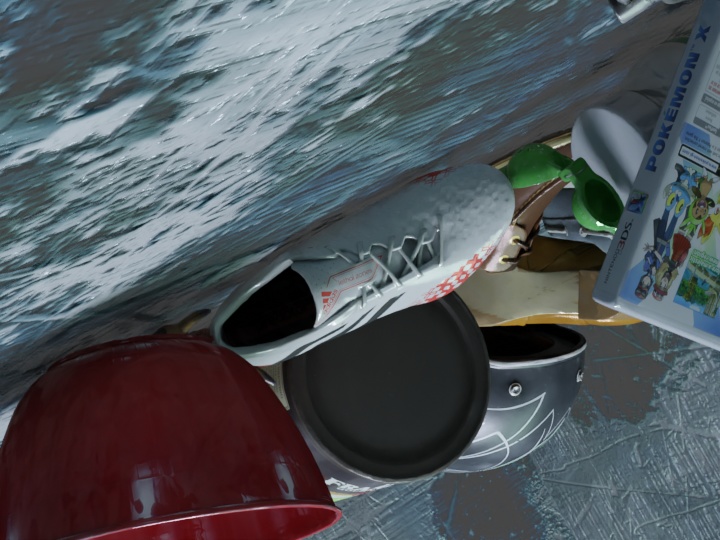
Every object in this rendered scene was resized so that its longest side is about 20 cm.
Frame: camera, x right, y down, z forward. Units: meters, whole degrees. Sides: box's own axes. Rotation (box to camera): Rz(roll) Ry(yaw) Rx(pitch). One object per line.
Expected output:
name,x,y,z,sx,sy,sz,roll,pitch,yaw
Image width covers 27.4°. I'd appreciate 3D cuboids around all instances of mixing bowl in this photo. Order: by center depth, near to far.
mixing bowl,-0.115,0.101,0.801,0.198,0.110,0.200,-10,163,-3

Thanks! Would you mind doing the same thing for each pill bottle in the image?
pill bottle,0.230,-0.099,0.902,0.199,0.114,0.113,-27,174,-23

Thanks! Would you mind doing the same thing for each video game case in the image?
video game case,0.227,-0.043,0.827,0.199,0.184,0.022,19,-178,-41

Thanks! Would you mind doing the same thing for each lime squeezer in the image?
lime squeezer,0.119,-0.032,0.867,0.038,0.199,0.071,-15,126,-61

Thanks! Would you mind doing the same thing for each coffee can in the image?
coffee can,-0.017,0.087,1.038,0.145,0.147,0.200,-26,177,-27

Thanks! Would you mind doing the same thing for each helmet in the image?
helmet,0.080,0.072,1.212,0.199,0.192,0.200,-29,175,-3

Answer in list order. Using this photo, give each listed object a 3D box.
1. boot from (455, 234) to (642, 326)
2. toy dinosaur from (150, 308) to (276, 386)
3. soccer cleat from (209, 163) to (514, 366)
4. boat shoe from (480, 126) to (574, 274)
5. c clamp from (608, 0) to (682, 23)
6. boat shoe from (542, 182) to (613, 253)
boot,0.138,0.006,1.107,0.199,0.072,0.144,10,-173,29
toy dinosaur,-0.108,0.080,0.973,0.200,0.085,0.137,-104,-142,-80
soccer cleat,0.000,0.000,0.857,0.199,0.069,0.085,-27,177,10
boat shoe,0.094,-0.034,1.009,0.199,0.068,0.072,-34,172,34
c clamp,0.195,-0.160,0.639,0.199,0.027,0.171,-31,174,12
boat shoe,0.187,-0.040,1.005,0.072,0.062,0.199,-26,-156,-26
